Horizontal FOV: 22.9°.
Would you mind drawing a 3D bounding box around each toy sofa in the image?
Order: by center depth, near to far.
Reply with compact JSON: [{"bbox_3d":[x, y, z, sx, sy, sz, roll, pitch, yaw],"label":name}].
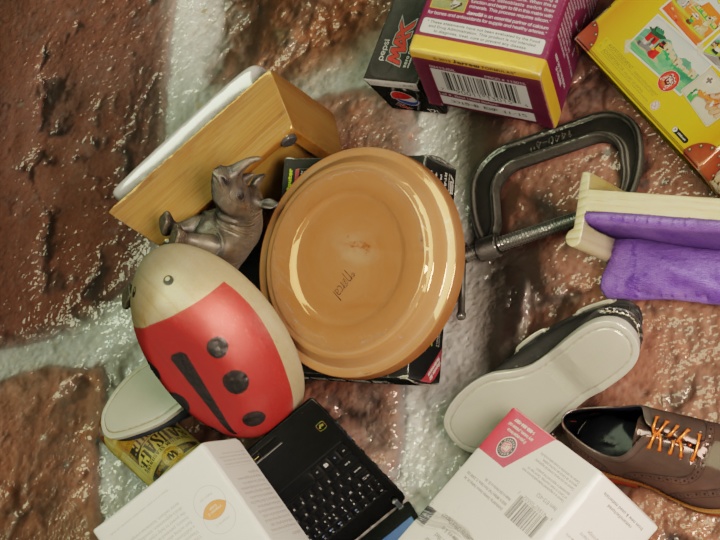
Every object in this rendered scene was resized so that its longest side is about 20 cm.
[{"bbox_3d":[0.274,-0.021,1.447,0.199,0.083,0.098,6,83,33],"label":"toy sofa"}]

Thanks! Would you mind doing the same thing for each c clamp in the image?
[{"bbox_3d":[0.168,-0.057,1.592,0.199,0.027,0.172,-23,49,22],"label":"c clamp"}]

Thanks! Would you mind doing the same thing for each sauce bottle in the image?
[{"bbox_3d":[-0.168,0.185,1.660,0.200,0.066,0.066,32,86,39],"label":"sauce bottle"}]

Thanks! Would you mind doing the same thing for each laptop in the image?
[{"bbox_3d":[-0.041,0.248,1.517,0.177,0.200,0.103,-40,15,9],"label":"laptop"}]

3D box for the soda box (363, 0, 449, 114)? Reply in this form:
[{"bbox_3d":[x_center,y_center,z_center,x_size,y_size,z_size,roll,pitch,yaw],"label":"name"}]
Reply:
[{"bbox_3d":[0.076,-0.256,1.728,0.070,0.063,0.201,9,72,36],"label":"soda box"}]

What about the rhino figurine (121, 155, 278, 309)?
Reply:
[{"bbox_3d":[-0.134,-0.026,1.576,0.200,0.087,0.060,-58,35,30],"label":"rhino figurine"}]

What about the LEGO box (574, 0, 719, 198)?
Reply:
[{"bbox_3d":[0.303,-0.178,1.528,0.149,0.077,0.200,-41,51,8],"label":"LEGO box"}]

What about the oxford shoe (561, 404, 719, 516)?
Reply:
[{"bbox_3d":[0.249,0.145,1.400,0.199,0.073,0.072,4,68,34],"label":"oxford shoe"}]

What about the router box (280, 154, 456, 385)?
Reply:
[{"bbox_3d":[0.000,0.000,1.573,0.149,0.062,0.201,1,82,31],"label":"router box"}]

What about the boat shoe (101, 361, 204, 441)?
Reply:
[{"bbox_3d":[-0.150,0.100,1.640,0.200,0.062,0.075,-37,52,12],"label":"boat shoe"}]

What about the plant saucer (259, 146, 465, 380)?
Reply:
[{"bbox_3d":[-0.005,-0.008,1.521,0.199,0.032,0.202,-6,78,32],"label":"plant saucer"}]

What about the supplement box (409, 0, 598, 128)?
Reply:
[{"bbox_3d":[0.141,-0.249,1.630,0.130,0.103,0.201,14,70,21],"label":"supplement box"}]

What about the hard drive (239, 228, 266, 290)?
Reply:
[{"bbox_3d":[-0.088,0.019,1.707,0.135,0.042,0.201,-31,53,16],"label":"hard drive"}]

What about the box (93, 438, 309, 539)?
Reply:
[{"bbox_3d":[-0.106,0.257,1.479,0.124,0.097,0.200,-38,79,9],"label":"box"}]

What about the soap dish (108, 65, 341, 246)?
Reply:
[{"bbox_3d":[-0.118,-0.089,1.662,0.200,0.157,0.081,-40,68,9],"label":"soap dish"}]

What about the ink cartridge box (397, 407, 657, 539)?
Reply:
[{"bbox_3d":[0.112,0.229,1.405,0.200,0.084,0.145,-49,29,-3],"label":"ink cartridge box"}]

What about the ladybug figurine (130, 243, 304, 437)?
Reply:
[{"bbox_3d":[-0.127,0.071,1.526,0.135,0.200,0.072,-23,21,37],"label":"ladybug figurine"}]

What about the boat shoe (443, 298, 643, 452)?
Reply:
[{"bbox_3d":[0.156,0.087,1.500,0.200,0.074,0.060,-39,8,30],"label":"boat shoe"}]
